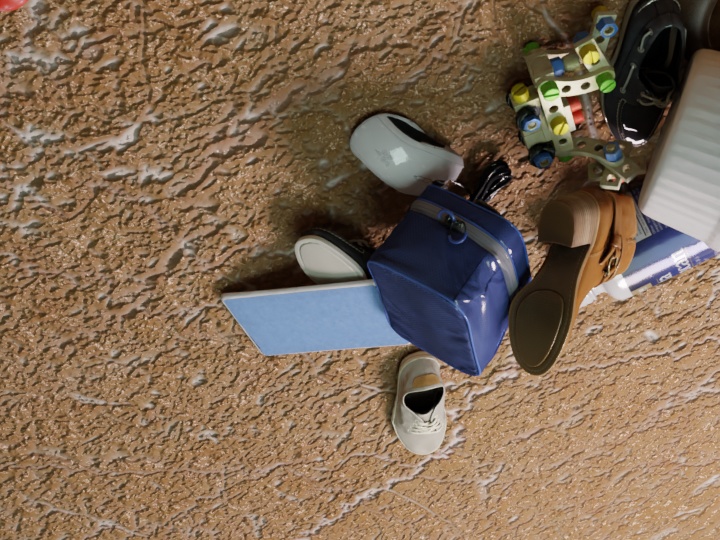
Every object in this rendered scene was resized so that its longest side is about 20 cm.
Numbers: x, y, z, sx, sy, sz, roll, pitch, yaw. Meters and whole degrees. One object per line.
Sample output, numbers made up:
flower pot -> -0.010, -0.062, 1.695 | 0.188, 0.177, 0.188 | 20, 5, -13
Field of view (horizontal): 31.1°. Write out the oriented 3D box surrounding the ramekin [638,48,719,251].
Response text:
ramekin -> 0.359, -0.129, 1.328 | 0.097, 0.201, 0.201 | 20, 134, 8

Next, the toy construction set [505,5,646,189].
toy construction set -> 0.226, -0.169, 1.352 | 0.130, 0.092, 0.201 | -22, 127, 6

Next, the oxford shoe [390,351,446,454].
oxford shoe -> 0.080, 0.188, 1.695 | 0.075, 0.058, 0.201 | -12, 139, -8

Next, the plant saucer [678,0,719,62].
plant saucer -> 0.422, -0.276, 1.337 | 0.199, 0.032, 0.201 | -9, 137, -9

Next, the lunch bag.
lunch bag -> 0.103, 0.001, 1.383 | 0.133, 0.135, 0.200 | -52, 153, -19

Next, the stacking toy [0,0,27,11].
stacking toy -> -0.338, -0.293, 1.069 | 0.085, 0.086, 0.200 | -24, 144, 8

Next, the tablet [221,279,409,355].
tablet -> -0.050, 0.055, 1.499 | 0.199, 0.014, 0.130 | -6, 143, 21

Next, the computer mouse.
computer mouse -> 0.072, -0.104, 1.400 | 0.199, 0.044, 0.110 | 24, 126, -34

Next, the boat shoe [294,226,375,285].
boat shoe -> 0.000, 0.000, 1.476 | 0.074, 0.061, 0.200 | -8, 144, 41

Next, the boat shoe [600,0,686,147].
boat shoe -> 0.299, -0.199, 1.355 | 0.072, 0.063, 0.201 | -8, 136, -8

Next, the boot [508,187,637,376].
boot -> 0.238, 0.010, 1.388 | 0.154, 0.073, 0.201 | -10, 118, -52

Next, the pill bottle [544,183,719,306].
pill bottle -> 0.320, -0.034, 1.495 | 0.199, 0.111, 0.111 | -27, 136, 12
